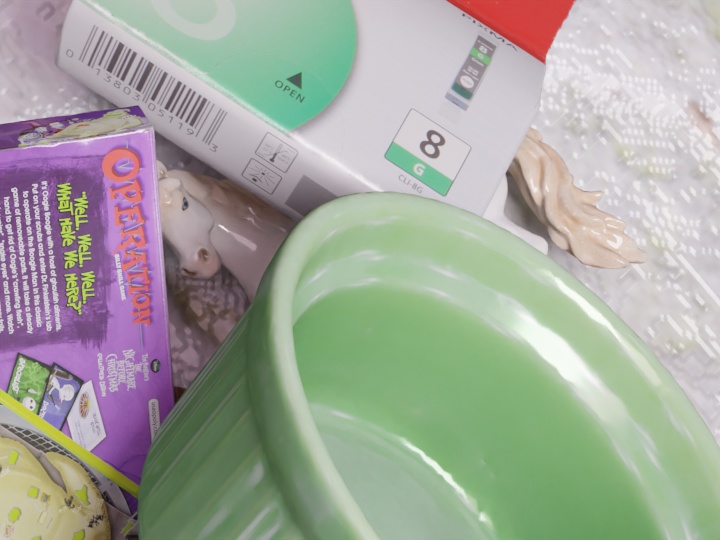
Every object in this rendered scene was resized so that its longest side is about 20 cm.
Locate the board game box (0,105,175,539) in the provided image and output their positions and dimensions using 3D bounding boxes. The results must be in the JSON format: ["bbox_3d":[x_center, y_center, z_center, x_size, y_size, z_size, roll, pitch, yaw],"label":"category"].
[{"bbox_3d":[-0.119,0.052,0.677,0.119,0.032,0.202,-7,114,-12],"label":"board game box"}]

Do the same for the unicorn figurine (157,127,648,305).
[{"bbox_3d":[0.000,0.000,0.787,0.199,0.074,0.138,-24,76,-31],"label":"unicorn figurine"}]

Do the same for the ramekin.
[{"bbox_3d":[0.026,0.083,0.656,0.199,0.098,0.201,30,34,-23],"label":"ramekin"}]

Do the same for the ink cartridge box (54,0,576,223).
[{"bbox_3d":[0.001,-0.109,0.776,0.160,0.050,0.201,32,56,-4],"label":"ink cartridge box"}]

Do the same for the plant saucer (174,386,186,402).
[{"bbox_3d":[-0.080,0.139,0.755,0.198,0.034,0.202,3,79,-14],"label":"plant saucer"}]
